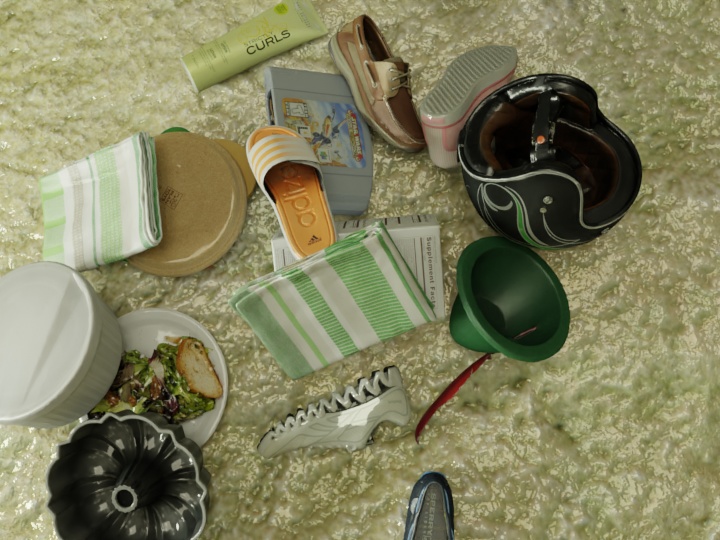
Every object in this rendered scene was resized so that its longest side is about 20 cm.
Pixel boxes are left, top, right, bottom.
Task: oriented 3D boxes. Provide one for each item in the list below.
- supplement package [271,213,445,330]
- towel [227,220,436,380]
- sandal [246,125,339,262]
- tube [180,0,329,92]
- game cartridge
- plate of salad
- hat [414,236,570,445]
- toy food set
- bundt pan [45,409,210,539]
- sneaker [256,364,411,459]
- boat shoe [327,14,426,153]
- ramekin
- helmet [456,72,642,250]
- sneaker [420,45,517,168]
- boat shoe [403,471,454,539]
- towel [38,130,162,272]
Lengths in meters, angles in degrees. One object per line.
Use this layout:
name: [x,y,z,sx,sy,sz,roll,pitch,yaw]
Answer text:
supplement package: [0.000,0.000,1.042,0.196,0.110,0.116,-4,101,2]
towel: [-0.030,0.041,0.969,0.198,0.153,0.024,-25,34,16]
sandal: [-0.075,-0.102,0.986,0.078,0.060,0.208,-21,60,-8]
tube: [-0.147,-0.310,1.163,0.198,0.052,0.059,-28,119,-7]
game cartridge: [-0.051,-0.168,1.098,0.131,0.042,0.203,-1,67,-21]
plate of salad: [-0.265,0.146,1.076,0.196,0.048,0.204,-1,79,3]
hat: [0.139,0.076,1.081,0.198,0.176,0.167,-21,73,-40]
toy food set: [-0.242,-0.090,1.122,0.195,0.049,0.203,12,80,6]
bundt pan: [-0.265,0.257,1.020,0.198,0.076,0.206,1,97,9]
sneaker: [-0.030,0.190,1.044,0.198,0.075,0.082,-25,87,-1]
boat shoe: [0.030,-0.244,1.111,0.072,0.075,0.201,-40,77,36]
ramekin: [-0.382,0.098,1.044,0.199,0.094,0.205,-9,62,17]
helmet: [0.226,-0.118,1.028,0.198,0.190,0.203,-21,51,28]
sneaker: [0.144,-0.209,1.117,0.075,0.106,0.200,16,48,32]
boat shoe: [0.073,0.341,1.004,0.083,0.069,0.204,-4,78,3]
towel: [-0.338,-0.080,1.093,0.198,0.031,0.152,-15,74,28]
